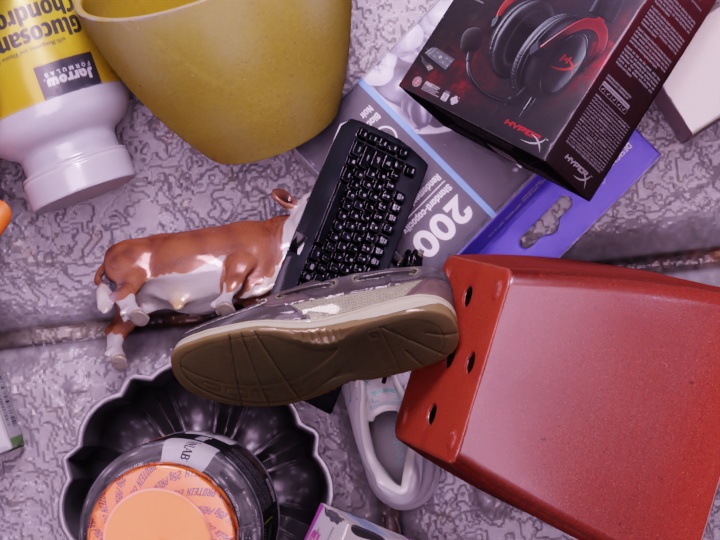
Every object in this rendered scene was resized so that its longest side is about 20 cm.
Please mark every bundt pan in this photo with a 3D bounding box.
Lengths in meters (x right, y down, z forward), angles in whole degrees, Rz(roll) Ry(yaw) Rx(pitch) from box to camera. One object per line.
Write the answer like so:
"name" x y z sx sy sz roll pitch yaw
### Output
"bundt pan" -0.117 0.164 1.753 0.201 0.076 0.203 0 89 2

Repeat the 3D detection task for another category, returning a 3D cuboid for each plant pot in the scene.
"plant pot" 0.137 0.081 1.656 0.175 0.200 0.201 17 90 -17
"plant pot" -0.087 -0.161 1.715 0.199 0.200 0.143 -19 114 2

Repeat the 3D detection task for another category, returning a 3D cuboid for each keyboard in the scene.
"keyboard" 0.000 0.000 1.691 0.104 0.040 0.201 25 79 -19

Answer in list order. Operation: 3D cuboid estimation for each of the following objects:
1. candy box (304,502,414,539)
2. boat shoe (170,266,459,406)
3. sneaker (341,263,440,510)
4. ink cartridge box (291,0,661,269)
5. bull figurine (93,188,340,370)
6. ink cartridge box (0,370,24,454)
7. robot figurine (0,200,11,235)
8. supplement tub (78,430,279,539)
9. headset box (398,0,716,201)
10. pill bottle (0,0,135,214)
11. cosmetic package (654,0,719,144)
"candy box" 0.036 0.266 1.714 0.199 0.061 0.137 25 90 -24
"boat shoe" -0.030 0.041 1.642 0.200 0.066 0.072 -11 128 13
"sneaker" 0.018 0.074 1.746 0.070 0.080 0.201 -15 84 4
"ink cartridge box" 0.086 -0.088 1.764 0.200 0.043 0.198 45 90 2
"bull figurine" -0.103 0.004 1.736 0.199 0.122 0.065 -12 126 20
"ink cartridge box" -0.359 0.114 1.774 0.199 0.059 0.104 -19 88 2
"robot figurine" -0.354 -0.049 1.737 0.199 0.144 0.117 9 84 22
"supplement tub" -0.121 0.172 1.616 0.122 0.200 0.123 0 88 3
"headset box" 0.145 -0.172 1.675 0.148 0.075 0.200 31 87 39
"pill bottle" -0.234 -0.149 1.746 0.112 0.112 0.201 -21 88 2
"cosmetic package" 0.298 -0.176 1.725 0.200 0.104 0.073 -34 88 3
